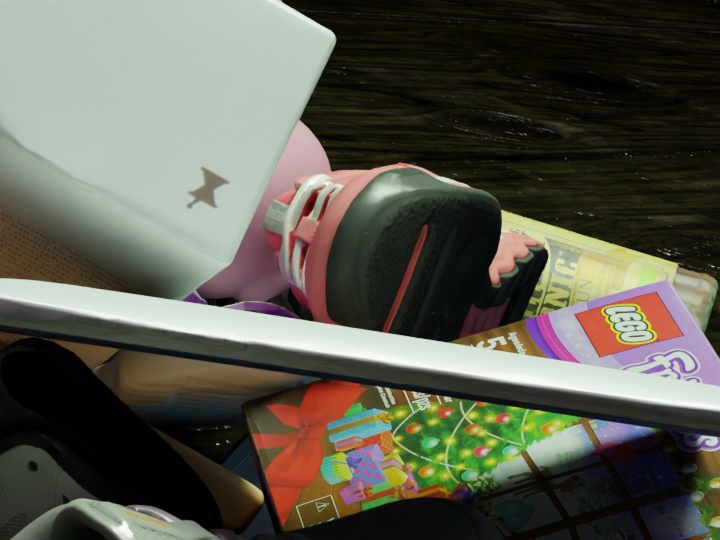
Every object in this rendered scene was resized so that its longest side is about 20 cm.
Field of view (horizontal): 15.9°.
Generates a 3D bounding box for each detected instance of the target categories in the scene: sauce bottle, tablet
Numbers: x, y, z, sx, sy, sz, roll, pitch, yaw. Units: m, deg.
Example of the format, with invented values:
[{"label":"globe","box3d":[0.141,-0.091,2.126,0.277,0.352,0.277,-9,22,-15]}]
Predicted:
[{"label":"sauce bottle","box3d":[0.060,0.005,1.180,0.200,0.065,0.065,16,14,5]},{"label":"tablet","box3d":[0.002,0.022,0.640,0.199,0.014,0.130,8,-3,-5]}]

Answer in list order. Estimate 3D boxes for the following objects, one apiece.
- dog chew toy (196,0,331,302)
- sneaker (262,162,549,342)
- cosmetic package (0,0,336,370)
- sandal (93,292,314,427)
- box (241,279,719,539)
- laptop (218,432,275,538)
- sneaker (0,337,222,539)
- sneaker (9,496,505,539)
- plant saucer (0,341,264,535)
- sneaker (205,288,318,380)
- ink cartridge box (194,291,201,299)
[{"label":"dog chew toy","box3d":[-0.080,-0.078,0.936,0.200,0.124,0.125,60,20,1]},{"label":"sneaker","box3d":[0.000,0.000,0.850,0.087,0.074,0.200,24,-1,14]},{"label":"cosmetic package","box3d":[-0.090,-0.035,0.728,0.101,0.071,0.200,30,-18,-11]},{"label":"sandal","box3d":[-0.052,0.024,0.854,0.082,0.050,0.203,5,-8,-15]},{"label":"box","box3d":[0.052,0.083,0.697,0.137,0.039,0.200,-16,32,-5]},{"label":"laptop","box3d":[0.060,0.058,0.845,0.200,0.116,0.187,23,14,6]},{"label":"sneaker","box3d":[-0.129,0.055,0.622,0.200,0.116,0.076,11,31,-20]},{"label":"sneaker","box3d":[-0.034,0.085,0.584,0.076,0.092,0.200,22,33,37]},{"label":"plant saucer","box3d":[-0.122,0.031,0.733,0.200,0.038,0.200,29,-7,4]},{"label":"sneaker","box3d":[-0.024,0.008,1.039,0.090,0.078,0.200,9,15,-34]},{"label":"ink cartridge box","box3d":[-0.144,-0.037,0.910,0.176,0.045,0.200,30,-19,42]}]
